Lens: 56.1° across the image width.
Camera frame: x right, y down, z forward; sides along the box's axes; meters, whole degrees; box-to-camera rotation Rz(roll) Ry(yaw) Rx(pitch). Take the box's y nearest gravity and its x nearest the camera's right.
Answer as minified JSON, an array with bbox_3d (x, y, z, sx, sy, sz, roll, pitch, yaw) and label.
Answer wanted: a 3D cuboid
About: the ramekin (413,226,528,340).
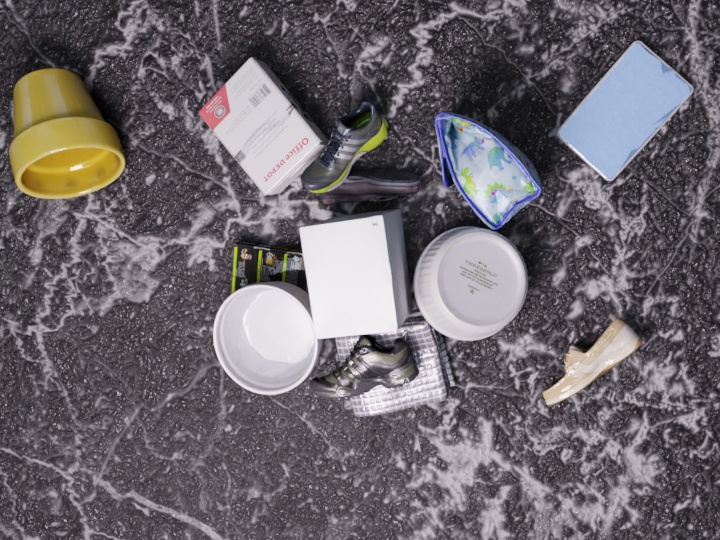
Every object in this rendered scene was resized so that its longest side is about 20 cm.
[{"bbox_3d":[0.195,0.020,1.164,0.199,0.094,0.206,0,86,-5],"label":"ramekin"}]

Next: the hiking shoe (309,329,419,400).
[{"bbox_3d":[0.000,0.165,1.196,0.197,0.076,0.102,-13,89,6],"label":"hiking shoe"}]

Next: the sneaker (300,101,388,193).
[{"bbox_3d":[-0.036,-0.222,1.191,0.074,0.081,0.200,37,79,28],"label":"sneaker"}]

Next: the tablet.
[{"bbox_3d":[0.444,-0.268,1.142,0.130,0.014,0.201,41,105,4],"label":"tablet"}]

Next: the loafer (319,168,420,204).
[{"bbox_3d":[0.015,-0.149,1.235,0.197,0.072,0.064,6,119,18],"label":"loafer"}]

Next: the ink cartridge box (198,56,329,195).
[{"bbox_3d":[-0.174,-0.261,1.245,0.146,0.083,0.201,-40,88,15],"label":"ink cartridge box"}]

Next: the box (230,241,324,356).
[{"bbox_3d":[-0.158,0.056,1.307,0.190,0.047,0.204,8,100,14],"label":"box"}]

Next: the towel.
[{"bbox_3d":[0.063,0.173,1.254,0.197,0.086,0.168,-14,96,14],"label":"towel"}]

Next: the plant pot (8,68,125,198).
[{"bbox_3d":[-0.571,-0.267,1.286,0.198,0.200,0.191,-24,78,15],"label":"plant pot"}]

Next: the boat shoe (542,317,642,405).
[{"bbox_3d":[0.395,0.159,1.190,0.199,0.074,0.070,-41,76,14],"label":"boat shoe"}]

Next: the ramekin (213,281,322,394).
[{"bbox_3d":[-0.158,0.115,1.240,0.197,0.105,0.204,2,101,13],"label":"ramekin"}]

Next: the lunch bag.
[{"bbox_3d":[0.200,-0.179,1.122,0.127,0.170,0.201,-38,90,16],"label":"lunch bag"}]

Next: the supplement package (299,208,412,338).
[{"bbox_3d":[0.000,0.000,1.184,0.145,0.200,0.195,-6,96,13],"label":"supplement package"}]
